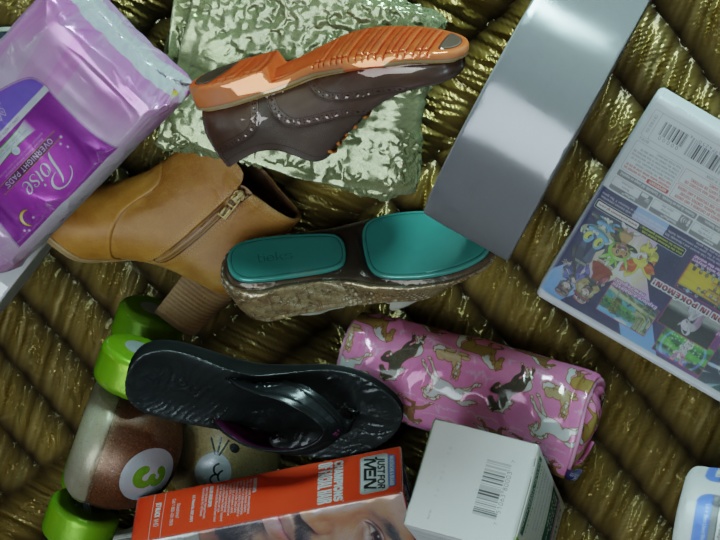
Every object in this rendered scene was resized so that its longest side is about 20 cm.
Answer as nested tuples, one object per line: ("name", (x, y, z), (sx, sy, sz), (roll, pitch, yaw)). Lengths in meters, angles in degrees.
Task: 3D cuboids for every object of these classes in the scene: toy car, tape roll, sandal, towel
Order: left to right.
("toy car", (-0.116, 0.139, 1.716), (0.199, 0.158, 0.165), (19, 110, -4))
("sandal", (-0.069, 0.101, 1.610), (0.200, 0.048, 0.076), (9, 121, -7))
("towel", (-0.044, -0.137, 1.595), (0.199, 0.036, 0.149), (13, 105, 11))
("tape roll", (0.116, -0.109, 1.473), (0.066, 0.200, 0.201), (28, 121, 3))

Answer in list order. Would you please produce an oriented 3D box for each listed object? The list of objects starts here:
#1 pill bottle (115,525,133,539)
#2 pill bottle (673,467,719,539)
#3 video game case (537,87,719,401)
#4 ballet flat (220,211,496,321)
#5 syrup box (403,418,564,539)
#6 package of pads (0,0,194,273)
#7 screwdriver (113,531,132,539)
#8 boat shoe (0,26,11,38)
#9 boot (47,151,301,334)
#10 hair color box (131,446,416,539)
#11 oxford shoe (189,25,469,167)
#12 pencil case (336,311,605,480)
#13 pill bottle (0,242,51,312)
("pill bottle", (-0.160, 0.273, 1.806), (0.200, 0.114, 0.114), (31, 121, 3))
("pill bottle", (0.325, 0.206, 1.600), (0.199, 0.114, 0.114), (7, 117, 16))
("video game case", (0.250, -0.005, 1.583), (0.200, 0.023, 0.183), (30, 121, 2))
("ballet flat", (0.000, 0.000, 1.642), (0.199, 0.071, 0.065), (-3, 144, 3))
("syrup box", (0.092, 0.174, 1.624), (0.081, 0.200, 0.079), (13, 75, 15))
("package of pads", (-0.223, -0.103, 1.592), (0.121, 0.076, 0.200), (45, 117, -5))
("screwdriver", (-0.173, 0.203, 1.762), (0.199, 0.028, 0.029), (-4, 145, -23))
("boat shoe", (-0.235, -0.131, 1.661), (0.199, 0.062, 0.075), (7, 116, 15))
("boot", (-0.153, -0.058, 1.674), (0.201, 0.071, 0.144), (36, 115, -5))
("hair color box", (-0.054, 0.205, 1.642), (0.199, 0.064, 0.111), (-12, 118, 6))
("oxford shoe", (-0.015, -0.118, 1.543), (0.199, 0.071, 0.073), (-9, 109, 24))
("pencil case", (0.076, 0.090, 1.656), (0.199, 0.083, 0.087), (16, 93, 11))
("pill bottle", (-0.334, -0.051, 1.704), (0.200, 0.116, 0.116), (37, 121, -2))
